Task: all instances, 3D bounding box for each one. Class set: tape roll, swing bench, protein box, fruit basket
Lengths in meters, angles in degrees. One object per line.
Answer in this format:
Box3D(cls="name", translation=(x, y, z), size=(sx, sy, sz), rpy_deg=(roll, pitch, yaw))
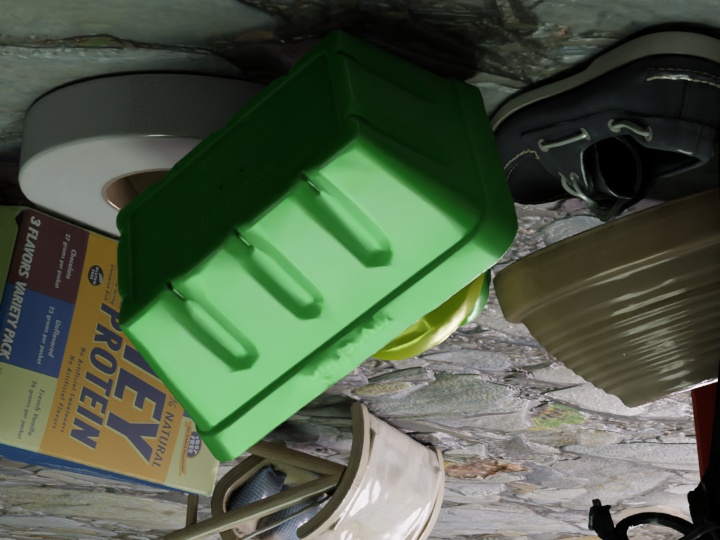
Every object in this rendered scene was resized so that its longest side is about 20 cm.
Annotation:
Box3D(cls="tape roll", translation=(-0.090, -0.055, 1.069), size=(0.201, 0.037, 0.203), rpy_deg=(3, 162, 1))
Box3D(cls="swing bench", translation=(-0.046, 0.210, 1.764), size=(0.199, 0.131, 0.199), rpy_deg=(-5, 161, 24))
Box3D(cls="protein box", translation=(-0.214, 0.049, 1.202), size=(0.198, 0.136, 0.200), rpy_deg=(4, 168, 41))
Box3D(cls="fruit basket", translation=(0.000, 0.000, 0.972), size=(0.214, 0.156, 0.217), rpy_deg=(-4, 130, -5))

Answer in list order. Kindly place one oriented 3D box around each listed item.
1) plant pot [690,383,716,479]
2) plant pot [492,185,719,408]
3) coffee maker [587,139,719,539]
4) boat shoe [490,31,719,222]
Box3D(cls="plant pot", translation=(0.385, 0.152, 1.421), size=(0.199, 0.201, 0.176), rpy_deg=(-13, 167, 43))
Box3D(cls="plant pot", translation=(0.180, 0.017, 1.048), size=(0.200, 0.093, 0.201), rpy_deg=(-18, 173, -2))
Box3D(cls="coffee maker", translation=(0.215, 0.039, 0.910), size=(0.191, 0.201, 0.135), rpy_deg=(-15, -154, -22))
Box3D(cls="boat shoe", translation=(0.118, -0.059, 0.971), size=(0.072, 0.063, 0.200), rpy_deg=(10, 162, -22))
